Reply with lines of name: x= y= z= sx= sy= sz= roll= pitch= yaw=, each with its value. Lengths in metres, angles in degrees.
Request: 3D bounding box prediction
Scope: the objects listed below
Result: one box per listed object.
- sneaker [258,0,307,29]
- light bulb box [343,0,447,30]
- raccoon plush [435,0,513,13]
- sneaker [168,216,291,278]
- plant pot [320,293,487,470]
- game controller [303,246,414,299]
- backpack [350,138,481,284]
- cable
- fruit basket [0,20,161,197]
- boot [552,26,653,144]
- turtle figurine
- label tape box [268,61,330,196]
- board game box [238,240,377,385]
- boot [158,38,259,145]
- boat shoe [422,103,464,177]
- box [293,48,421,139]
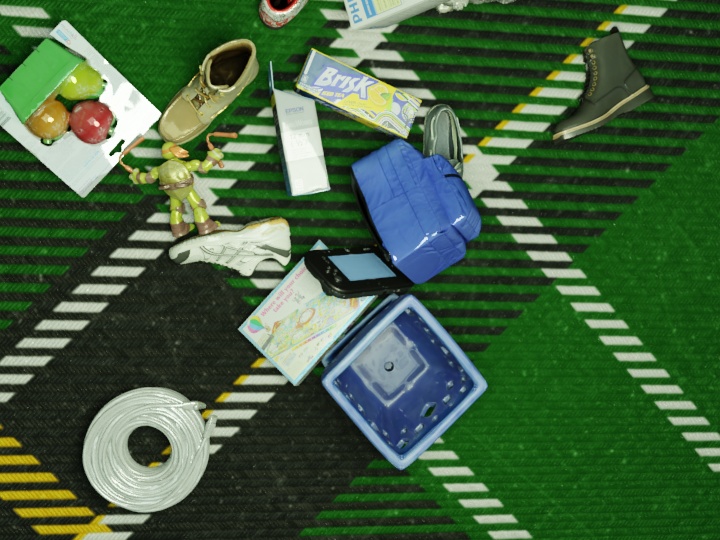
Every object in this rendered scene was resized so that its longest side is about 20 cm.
sneaker: x=-0.084 y=-0.469 z=1.278 sx=0.067 sy=0.108 sz=0.202 roll=39 pitch=89 yaw=-10
light bulb box: x=0.067 y=-0.497 z=1.246 sx=0.198 sy=0.125 sz=0.201 roll=-12 pitch=99 yaw=31
raccoon plush: x=0.212 y=-0.464 z=1.356 sx=0.198 sy=0.133 sz=0.098 roll=11 pitch=77 yaw=-41
sneaker: x=-0.207 y=-0.025 z=1.319 sx=0.197 sy=0.076 sz=0.089 roll=-12 pitch=101 yaw=-5
plant pot: x=0.057 y=0.164 z=1.324 sx=0.200 sy=0.180 sz=0.200 roll=-42 pitch=101 yaw=-3
game controller: x=0.000 y=0.000 z=1.305 sx=0.105 sy=0.199 sz=0.042 roll=54 pitch=126 yaw=26
backpack: x=0.086 y=-0.107 z=1.296 sx=0.167 sy=0.163 sz=0.201 roll=-31 pitch=66 yaw=5
cable: x=-0.346 y=0.288 z=1.331 sx=0.198 sy=0.069 sz=0.203 roll=15 pitch=94 yaw=-9
fruit basket: x=-0.445 y=-0.249 z=1.267 sx=0.185 sy=0.094 sz=0.200 roll=-47 pitch=115 yaw=-2
boot: x=0.388 y=-0.313 z=1.390 sx=0.199 sy=0.077 sz=0.140 roll=-29 pitch=95 yaw=-18
turtle figurine: x=-0.272 y=-0.136 z=1.273 sx=0.197 sy=0.065 sz=0.163 roll=-11 pitch=114 yaw=9
label tape box: x=-0.100 y=-0.221 z=1.281 sx=0.065 sy=0.143 sz=0.203 roll=-9 pitch=97 yaw=-7
board game box: x=-0.086 y=0.070 z=1.346 sx=0.134 sy=0.034 sz=0.200 roll=43 pitch=88 yaw=9
boot: x=-0.236 y=-0.272 z=1.249 sx=0.199 sy=0.155 sz=0.073 roll=-40 pitch=100 yaw=-2
boat shoe: x=0.138 y=-0.176 z=1.363 sx=0.072 sy=0.062 sz=0.203 roll=-3 pitch=96 yaw=-9
box: x=-0.006 y=-0.285 z=1.330 sx=0.198 sy=0.064 sz=0.071 roll=23 pitch=91 yaw=-10
